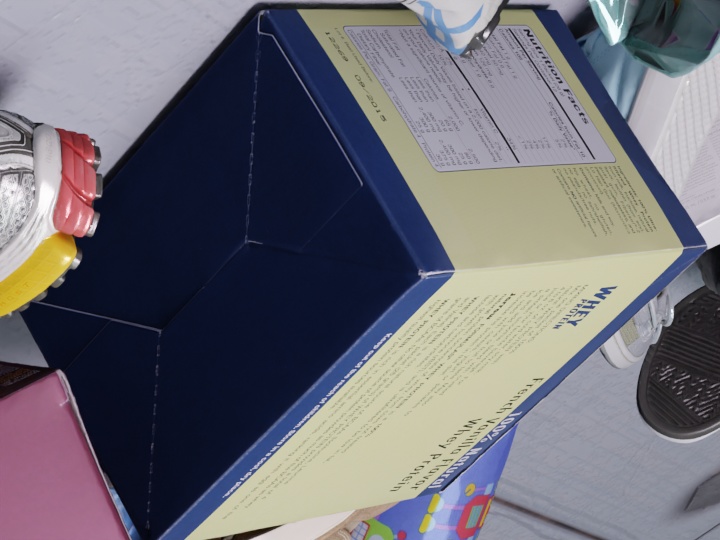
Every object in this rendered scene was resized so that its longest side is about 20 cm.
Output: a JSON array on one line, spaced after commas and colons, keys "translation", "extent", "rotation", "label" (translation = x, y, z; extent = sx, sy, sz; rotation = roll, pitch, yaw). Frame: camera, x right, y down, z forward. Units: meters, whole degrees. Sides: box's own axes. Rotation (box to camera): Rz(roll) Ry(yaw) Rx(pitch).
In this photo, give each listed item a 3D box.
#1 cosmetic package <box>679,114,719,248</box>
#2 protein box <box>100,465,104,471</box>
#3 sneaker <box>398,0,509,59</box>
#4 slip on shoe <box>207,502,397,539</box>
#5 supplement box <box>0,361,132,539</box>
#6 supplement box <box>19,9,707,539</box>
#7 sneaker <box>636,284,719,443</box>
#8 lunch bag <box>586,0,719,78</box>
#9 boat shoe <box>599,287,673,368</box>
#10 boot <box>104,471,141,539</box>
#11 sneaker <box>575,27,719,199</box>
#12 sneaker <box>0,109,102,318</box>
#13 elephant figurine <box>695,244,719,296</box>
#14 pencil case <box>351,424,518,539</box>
[{"translation": [0.152, -0.052, 1.401], "extent": [0.199, 0.083, 0.051], "rotation": [-23, 164, -4], "label": "cosmetic package"}, {"translation": [-0.116, 0.218, 1.502], "extent": [0.135, 0.201, 0.198], "rotation": [-37, 159, 17], "label": "protein box"}, {"translation": [0.029, -0.131, 1.118], "extent": [0.072, 0.072, 0.200], "rotation": [-60, 171, -2], "label": "sneaker"}, {"translation": [-0.025, 0.109, 1.381], "extent": [0.076, 0.061, 0.200], "rotation": [5, -159, 20], "label": "slip on shoe"}, {"translation": [-0.159, 0.103, 1.192], "extent": [0.085, 0.111, 0.200], "rotation": [-25, -173, -17], "label": "supplement box"}, {"translation": [0.000, 0.000, 1.256], "extent": [0.199, 0.135, 0.200], "rotation": [-6, 149, -49], "label": "supplement box"}, {"translation": [0.219, 0.029, 1.664], "extent": [0.200, 0.083, 0.121], "rotation": [-50, 165, -18], "label": "sneaker"}, {"translation": [0.147, -0.173, 1.034], "extent": [0.170, 0.122, 0.200], "rotation": [-47, 160, -14], "label": "lunch bag"}, {"translation": [0.135, -0.007, 1.524], "extent": [0.064, 0.075, 0.202], "rotation": [-27, 153, 3], "label": "boat shoe"}, {"translation": [-0.076, 0.133, 1.443], "extent": [0.096, 0.073, 0.201], "rotation": [-56, 143, -30], "label": "boot"}, {"translation": [0.122, -0.092, 1.319], "extent": [0.074, 0.082, 0.201], "rotation": [-3, 122, -61], "label": "sneaker"}, {"translation": [-0.185, -0.004, 1.102], "extent": [0.082, 0.078, 0.200], "rotation": [25, 131, -34], "label": "sneaker"}, {"translation": [0.265, -0.058, 1.512], "extent": [0.199, 0.142, 0.155], "rotation": [-23, 174, -3], "label": "elephant figurine"}, {"translation": [0.026, 0.111, 1.536], "extent": [0.078, 0.086, 0.201], "rotation": [-16, 128, -63], "label": "pencil case"}]
